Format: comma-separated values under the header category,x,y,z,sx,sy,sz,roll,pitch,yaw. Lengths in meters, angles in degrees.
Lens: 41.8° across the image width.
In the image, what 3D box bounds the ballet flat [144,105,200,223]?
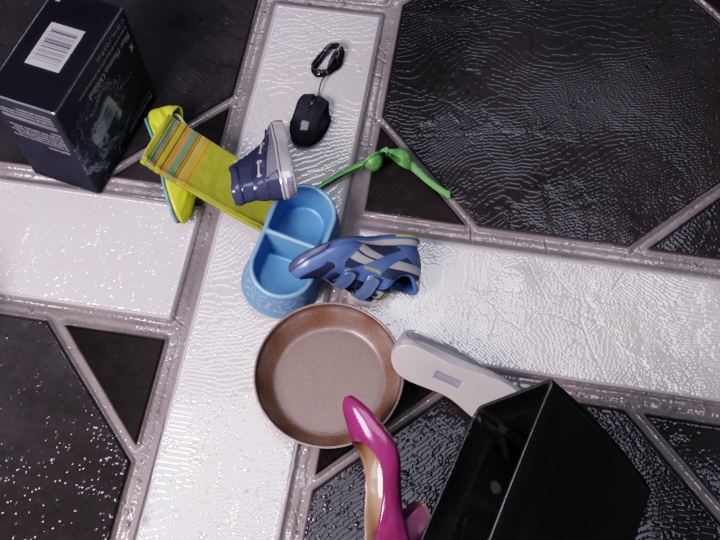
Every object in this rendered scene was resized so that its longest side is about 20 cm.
category,x,y,z,sx,sy,sz,roll,pitch,yaw
ballet flat,-0.265,-0.163,1.381,0.066,0.067,0.202,-21,62,1

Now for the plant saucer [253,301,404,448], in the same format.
category,x,y,z,sx,sy,sz,roll,pitch,yaw
plant saucer,-0.041,0.140,1.241,0.197,0.037,0.203,-1,62,1

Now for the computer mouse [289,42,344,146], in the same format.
category,x,y,z,sx,sy,sz,roll,pitch,yaw
computer mouse,-0.065,-0.278,1.454,0.058,0.034,0.202,11,64,8

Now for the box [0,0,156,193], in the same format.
category,x,y,z,sx,sy,sz,roll,pitch,yaw
box,-0.407,-0.255,1.357,0.116,0.201,0.198,18,65,11

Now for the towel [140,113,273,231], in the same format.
category,x,y,z,sx,sy,sz,roll,pitch,yaw
towel,-0.209,-0.140,1.350,0.199,0.018,0.087,30,66,-13

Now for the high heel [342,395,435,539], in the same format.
category,x,y,z,sx,sy,sz,roll,pitch,yaw
high heel,0.008,0.256,1.138,0.095,0.067,0.201,-29,85,-22

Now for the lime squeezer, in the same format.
category,x,y,z,sx,sy,sz,roll,pitch,yaw
lime squeezer,0.035,-0.146,1.391,0.197,0.038,0.072,4,94,2

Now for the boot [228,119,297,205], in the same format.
category,x,y,z,sx,sy,sz,roll,pitch,yaw
boot,-0.144,-0.156,1.335,0.089,0.074,0.201,-11,28,-4

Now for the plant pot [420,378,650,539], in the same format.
category,x,y,z,sx,sy,sz,roll,pitch,yaw
plant pot,0.210,0.270,1.082,0.176,0.200,0.201,31,66,-7

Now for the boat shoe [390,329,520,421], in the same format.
category,x,y,z,sx,sy,sz,roll,pitch,yaw
boat shoe,0.133,0.137,1.221,0.198,0.073,0.069,22,30,1

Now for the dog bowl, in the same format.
category,x,y,z,sx,sy,sz,roll,pitch,yaw
dog bowl,-0.094,-0.033,1.314,0.110,0.050,0.202,19,64,2

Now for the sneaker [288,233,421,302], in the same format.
category,x,y,z,sx,sy,sz,roll,pitch,yaw
sneaker,0.000,0.000,1.265,0.198,0.074,0.083,-5,78,-26
